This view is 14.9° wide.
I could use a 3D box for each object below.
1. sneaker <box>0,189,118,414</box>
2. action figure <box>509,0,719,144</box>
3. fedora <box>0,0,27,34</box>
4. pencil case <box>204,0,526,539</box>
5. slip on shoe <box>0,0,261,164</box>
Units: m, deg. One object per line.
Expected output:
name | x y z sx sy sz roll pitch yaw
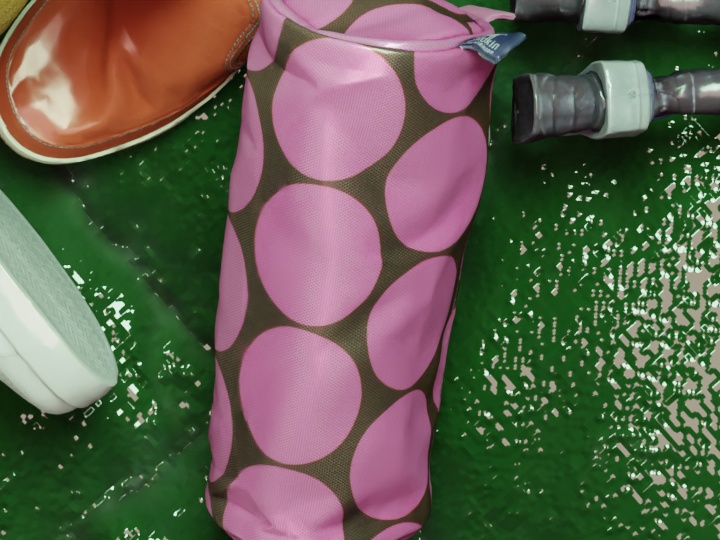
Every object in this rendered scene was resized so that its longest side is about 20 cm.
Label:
sneaker | -0.187 0.001 1.009 0.116 0.074 0.200 -44 80 6
action figure | 0.153 -0.081 0.986 0.198 0.069 0.131 1 86 0
fedora | -0.155 -0.123 0.933 0.082 0.201 0.201 35 95 -33
pencil case | 0.000 0.000 0.972 0.090 0.093 0.201 26 114 38
slip on shoe | -0.051 -0.106 0.997 0.199 0.061 0.074 -30 93 6
